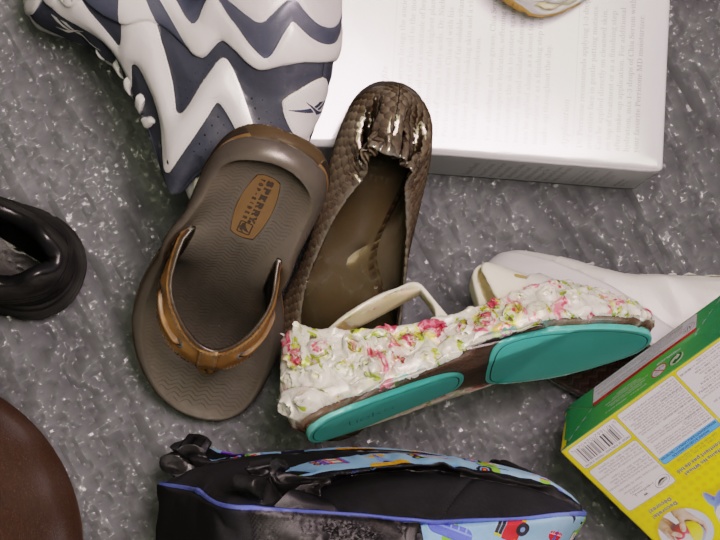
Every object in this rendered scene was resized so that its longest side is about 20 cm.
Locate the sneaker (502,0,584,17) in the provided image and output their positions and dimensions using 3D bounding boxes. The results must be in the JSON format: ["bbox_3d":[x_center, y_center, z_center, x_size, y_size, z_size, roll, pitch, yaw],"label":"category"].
[{"bbox_3d":[0.149,-0.212,1.453,0.076,0.088,0.200,42,68,9],"label":"sneaker"}]

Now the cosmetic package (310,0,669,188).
[{"bbox_3d":[0.059,-0.103,1.494,0.200,0.071,0.102,5,83,-7],"label":"cosmetic package"}]

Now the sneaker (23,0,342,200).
[{"bbox_3d":[-0.098,-0.087,1.443,0.199,0.079,0.130,8,97,30],"label":"sneaker"}]

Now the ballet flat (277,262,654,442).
[{"bbox_3d":[0.050,0.031,1.421,0.200,0.076,0.064,-14,68,-12],"label":"ballet flat"}]

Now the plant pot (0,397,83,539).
[{"bbox_3d":[-0.225,0.132,1.360,0.187,0.200,0.187,1,82,-8],"label":"plant pot"}]

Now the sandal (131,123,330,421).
[{"bbox_3d":[-0.066,0.011,1.409,0.082,0.200,0.055,19,44,-10],"label":"sandal"}]

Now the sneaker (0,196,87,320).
[{"bbox_3d":[-0.238,-0.027,1.436,0.200,0.091,0.076,9,83,-5],"label":"sneaker"}]

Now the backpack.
[{"bbox_3d":[0.008,0.155,1.406,0.200,0.183,0.135,2,90,-19],"label":"backpack"}]

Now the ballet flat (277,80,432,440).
[{"bbox_3d":[0.000,0.000,1.447,0.067,0.046,0.200,10,110,-10],"label":"ballet flat"}]

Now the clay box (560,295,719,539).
[{"bbox_3d":[0.213,0.117,1.451,0.115,0.048,0.200,-38,109,25],"label":"clay box"}]

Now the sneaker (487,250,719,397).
[{"bbox_3d":[0.161,0.030,1.503,0.200,0.073,0.085,24,48,3],"label":"sneaker"}]
